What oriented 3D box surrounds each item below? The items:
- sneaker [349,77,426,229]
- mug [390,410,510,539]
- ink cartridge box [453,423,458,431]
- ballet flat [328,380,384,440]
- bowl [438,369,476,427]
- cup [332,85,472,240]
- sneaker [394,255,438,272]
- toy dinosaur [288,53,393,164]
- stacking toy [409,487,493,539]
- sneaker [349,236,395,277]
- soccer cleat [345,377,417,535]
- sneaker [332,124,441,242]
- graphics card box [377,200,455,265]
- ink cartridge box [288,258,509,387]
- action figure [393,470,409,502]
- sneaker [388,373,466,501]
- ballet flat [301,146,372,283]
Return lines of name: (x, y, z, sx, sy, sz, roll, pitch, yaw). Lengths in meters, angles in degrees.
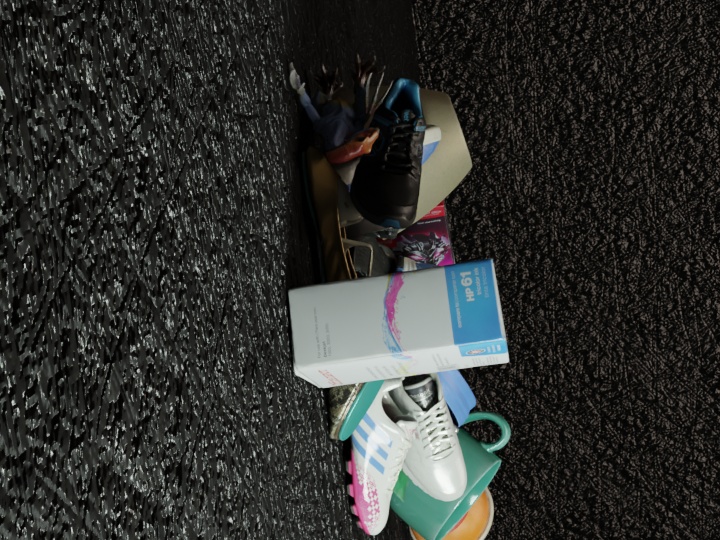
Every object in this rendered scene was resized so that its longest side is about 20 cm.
sneaker: (0.033, -0.127, 1.306, 0.200, 0.073, 0.082, -89, -167, -45)
mug: (0.117, 0.280, 1.718, 0.185, 0.114, 0.152, -43, 161, -29)
ink cartridge box: (0.045, 0.139, 1.531, 0.200, 0.039, 0.099, 49, 0, 10)
ballet flat: (0.013, 0.085, 1.305, 0.200, 0.075, 0.068, -53, 162, 8)
bowl: (0.074, 0.115, 1.573, 0.201, 0.039, 0.201, 48, -8, 9)
cup: (0.061, -0.156, 1.568, 0.200, 0.143, 0.201, -19, 90, -86)
sneaker: (0.083, 0.031, 1.617, 0.200, 0.077, 0.076, 42, 61, -83)
toy dinosaur: (-0.011, -0.160, 1.338, 0.200, 0.105, 0.182, 77, 12, -50)
stacking toy: (0.110, 0.349, 1.882, 0.200, 0.146, 0.147, 50, 32, -50)
sneaker: (0.003, 0.000, 1.503, 0.200, 0.060, 0.105, 61, 22, -59)
soccer cleat: (0.026, 0.209, 1.385, 0.070, 0.086, 0.201, -71, 154, -73)
sneaker: (0.029, -0.098, 1.426, 0.200, 0.077, 0.112, -32, 117, -44)
graphics card box: (0.074, -0.033, 1.797, 0.200, 0.125, 0.051, 77, 7, -46)
ink cartridge box: (0.039, 0.055, 1.187, 0.145, 0.199, 0.085, 57, 24, -75)
action figure: (0.021, 0.193, 1.491, 0.200, 0.054, 0.119, 62, 24, -54)
sneaker: (0.075, 0.177, 1.420, 0.201, 0.076, 0.080, 67, -20, 0)
ballet flat: (-0.020, -0.039, 1.323, 0.069, 0.063, 0.201, -71, 154, -74)
